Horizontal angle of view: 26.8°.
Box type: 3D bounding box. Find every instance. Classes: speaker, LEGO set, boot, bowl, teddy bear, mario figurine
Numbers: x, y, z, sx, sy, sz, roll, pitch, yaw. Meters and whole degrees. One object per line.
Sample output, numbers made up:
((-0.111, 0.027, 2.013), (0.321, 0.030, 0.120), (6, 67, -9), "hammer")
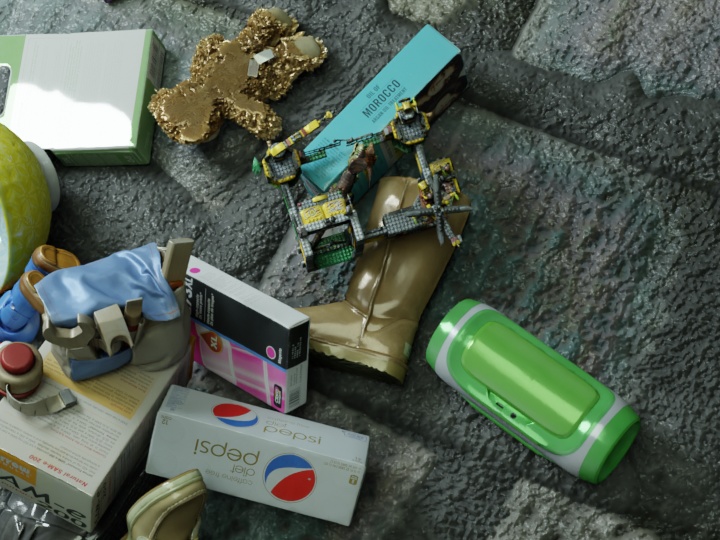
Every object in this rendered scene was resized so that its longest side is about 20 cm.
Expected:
((0.159, 0.111, 1.407), (0.199, 0.089, 0.089), (36, 80, 22), "speaker")
((0.000, -0.083, 1.423), (0.198, 0.116, 0.155), (-9, 82, -3), "LEGO set")
((0.000, 0.000, 1.501), (0.174, 0.066, 0.201), (16, 72, 10), "boot")
((-0.378, -0.081, 1.571), (0.107, 0.201, 0.200), (-25, 59, -39), "bowl")
((-0.128, -0.200, 1.610), (0.144, 0.067, 0.201), (29, 71, 11), "teddy bear")
((-0.274, 0.217, 1.475), (0.131, 0.070, 0.201), (29, 73, 27), "boot")
((-0.340, 0.065, 1.513), (0.200, 0.123, 0.106), (-41, 77, 36), "mario figurine")
((-0.156, 0.284, 1.365), (0.072, 0.200, 0.155), (-17, 62, -35), "boot")

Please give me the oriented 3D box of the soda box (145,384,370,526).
((-0.094, 0.172, 1.410), (0.198, 0.064, 0.069), (15, 110, 0), "soda box")

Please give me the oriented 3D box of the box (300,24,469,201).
((0.023, -0.150, 1.540), (0.049, 0.082, 0.200), (41, 83, 21), "box")

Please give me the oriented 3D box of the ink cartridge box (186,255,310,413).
((-0.130, 0.054, 1.467), (0.199, 0.095, 0.037), (27, 36, 37), "ink cartridge box")

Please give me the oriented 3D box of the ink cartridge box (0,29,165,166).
((-0.321, -0.188, 1.650), (0.198, 0.048, 0.147), (-1, 69, 14), "ink cartridge box")

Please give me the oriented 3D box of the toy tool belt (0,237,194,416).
((-0.243, 0.036, 1.373), (0.199, 0.123, 0.125), (-22, 60, -25), "toy tool belt")

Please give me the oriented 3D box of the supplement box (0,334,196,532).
((-0.256, 0.127, 1.427), (0.125, 0.074, 0.201), (26, 53, 8), "supplement box")

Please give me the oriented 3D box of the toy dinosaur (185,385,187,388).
((-0.263, 0.093, 1.533), (0.199, 0.061, 0.106), (34, 59, 14), "toy dinosaur")

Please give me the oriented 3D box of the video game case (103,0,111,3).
((-0.250, -0.428, 1.733), (0.180, 0.036, 0.201), (-27, 66, 2), "video game case")
